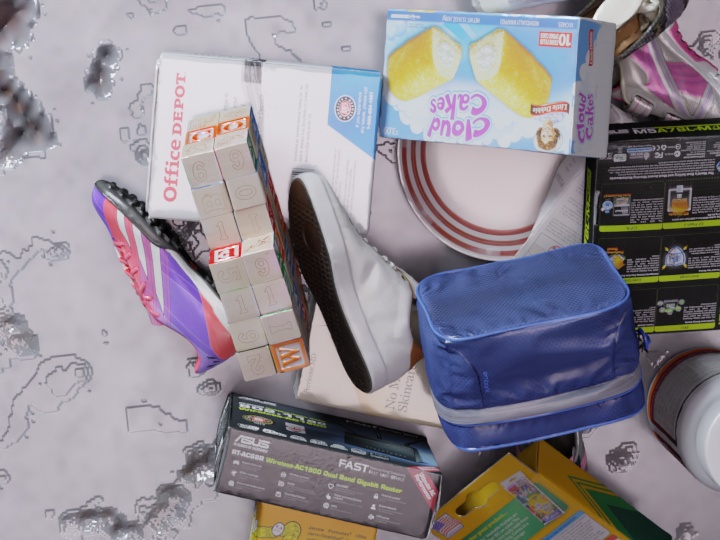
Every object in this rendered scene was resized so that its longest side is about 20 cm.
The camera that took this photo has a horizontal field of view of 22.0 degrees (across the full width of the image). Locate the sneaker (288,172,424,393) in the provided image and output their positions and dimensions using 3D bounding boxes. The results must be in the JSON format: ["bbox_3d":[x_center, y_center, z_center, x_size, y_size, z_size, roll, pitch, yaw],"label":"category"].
[{"bbox_3d":[0.000,0.000,1.622,0.084,0.073,0.201,-26,104,-24],"label":"sneaker"}]

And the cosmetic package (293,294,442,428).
[{"bbox_3d":[0.045,0.083,1.699,0.198,0.073,0.104,10,95,-6],"label":"cosmetic package"}]

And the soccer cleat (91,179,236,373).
[{"bbox_3d":[-0.183,0.005,1.679,0.073,0.068,0.200,-42,100,6],"label":"soccer cleat"}]

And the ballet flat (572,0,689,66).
[{"bbox_3d":[0.197,-0.199,1.623,0.200,0.072,0.072,-40,98,24],"label":"ballet flat"}]

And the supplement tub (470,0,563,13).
[{"bbox_3d":[0.141,-0.333,1.628,0.122,0.123,0.202,-11,98,-2],"label":"supplement tub"}]

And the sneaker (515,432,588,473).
[{"bbox_3d":[0.179,0.191,1.714,0.070,0.082,0.202,-14,102,-2],"label":"sneaker"}]

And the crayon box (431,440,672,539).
[{"bbox_3d":[0.170,0.236,1.683,0.200,0.052,0.126,37,123,-17],"label":"crayon box"}]

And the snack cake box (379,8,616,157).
[{"bbox_3d":[0.116,-0.162,1.599,0.199,0.067,0.116,8,96,36],"label":"snack cake box"}]

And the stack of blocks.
[{"bbox_3d":[-0.095,-0.024,1.574,0.058,0.115,0.201,-13,115,4],"label":"stack of blocks"}]

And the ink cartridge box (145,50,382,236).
[{"bbox_3d":[-0.087,-0.115,1.659,0.198,0.084,0.146,5,99,-5],"label":"ink cartridge box"}]

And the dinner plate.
[{"bbox_3d":[0.132,-0.109,1.705,0.198,0.024,0.202,-1,97,-5],"label":"dinner plate"}]

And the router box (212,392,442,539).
[{"bbox_3d":[-0.031,0.173,1.665,0.198,0.150,0.063,14,96,-6],"label":"router box"}]

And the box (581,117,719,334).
[{"bbox_3d":[0.297,-0.038,1.657,0.198,0.048,0.195,-4,118,-6],"label":"box"}]

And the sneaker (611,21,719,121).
[{"bbox_3d":[0.274,-0.168,1.684,0.088,0.081,0.200,-38,90,3],"label":"sneaker"}]

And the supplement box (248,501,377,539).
[{"bbox_3d":[-0.057,0.303,1.701,0.109,0.109,0.202,10,96,-5],"label":"supplement box"}]

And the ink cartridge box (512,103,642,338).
[{"bbox_3d":[0.233,-0.029,1.703,0.160,0.050,0.200,31,109,-19],"label":"ink cartridge box"}]

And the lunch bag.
[{"bbox_3d":[0.154,0.072,1.598,0.198,0.136,0.133,-11,116,-2],"label":"lunch bag"}]

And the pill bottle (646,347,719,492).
[{"bbox_3d":[0.328,0.138,1.659,0.109,0.200,0.111,0,97,-4],"label":"pill bottle"}]
